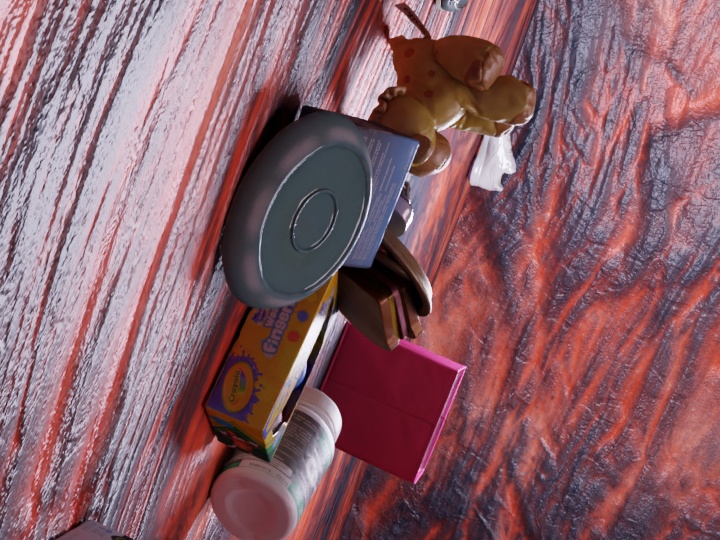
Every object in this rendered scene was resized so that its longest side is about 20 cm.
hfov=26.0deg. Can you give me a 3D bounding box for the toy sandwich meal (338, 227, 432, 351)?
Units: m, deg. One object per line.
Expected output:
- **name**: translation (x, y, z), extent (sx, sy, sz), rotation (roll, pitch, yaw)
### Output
- **toy sandwich meal**: translation (0.000, 0.000, 1.749), extent (0.070, 0.205, 0.205), rotation (-44, 167, -13)

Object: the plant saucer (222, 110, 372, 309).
- **plant saucer**: translation (-0.051, -0.051, 1.464), extent (0.200, 0.027, 0.202), rotation (-34, 138, -37)

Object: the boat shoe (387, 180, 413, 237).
- **boat shoe**: translation (0.023, -0.081, 1.758), extent (0.068, 0.073, 0.199), rotation (-51, -172, -12)

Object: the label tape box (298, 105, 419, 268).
- **label tape box**: translation (-0.040, -0.084, 1.538), extent (0.199, 0.063, 0.145), rotation (6, 109, -56)

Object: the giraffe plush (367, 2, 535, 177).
- **giraffe plush**: translation (0.077, -0.180, 1.784), extent (0.163, 0.199, 0.172), rotation (-59, -165, -19)

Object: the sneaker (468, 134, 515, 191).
- **sneaker**: translation (0.311, -0.271, 3.455), extent (0.075, 0.099, 0.202), rotation (-43, 153, -67)

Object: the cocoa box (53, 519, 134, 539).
- **cocoa box**: translation (-0.219, 0.329, 1.271), extent (0.133, 0.130, 0.202), rotation (-2, 114, -82)

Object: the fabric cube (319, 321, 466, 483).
- **fabric cube**: translation (0.043, 0.212, 2.559), extent (0.196, 0.198, 0.202), rotation (8, 104, -83)

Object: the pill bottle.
- **pill bottle**: translation (-0.099, 0.237, 1.936), extent (0.200, 0.112, 0.114), rotation (-58, 168, -53)

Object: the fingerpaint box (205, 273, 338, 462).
- **fingerpaint box**: translation (-0.092, 0.094, 1.718), extent (0.167, 0.073, 0.201), rotation (92, 22, -71)

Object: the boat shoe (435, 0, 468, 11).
- **boat shoe**: translation (0.138, -0.377, 2.034), extent (0.200, 0.061, 0.073), rotation (65, 48, -80)
